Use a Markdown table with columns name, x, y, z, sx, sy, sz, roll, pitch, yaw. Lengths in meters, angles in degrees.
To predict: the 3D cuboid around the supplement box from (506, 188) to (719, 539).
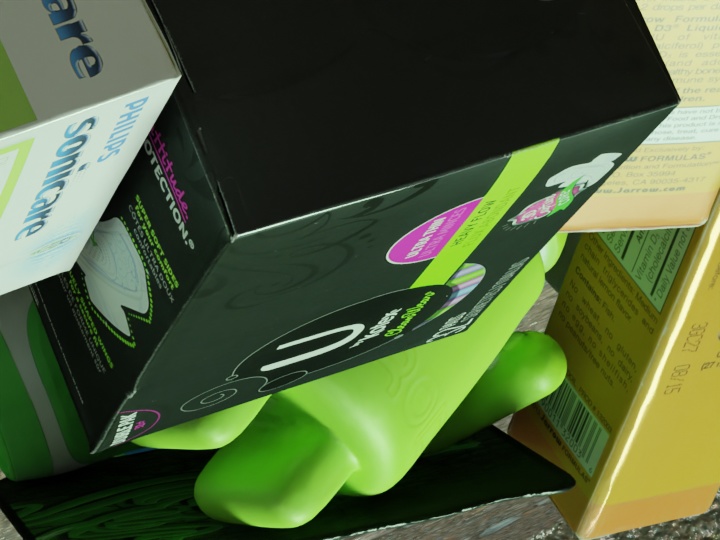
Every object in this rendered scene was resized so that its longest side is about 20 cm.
| name | x | y | z | sx | sy | sz | roll | pitch | yaw |
| --- | --- | --- | --- | --- | --- | --- | --- | --- | --- |
| supplement box | 0.121 | 0.008 | 1.080 | 0.066 | 0.069 | 0.201 | -8 | 137 | -30 |

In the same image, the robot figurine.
| name | x | y | z | sx | sy | sz | roll | pitch | yaw |
| --- | --- | --- | --- | --- | --- | --- | --- | --- | --- |
| robot figurine | 0.000 | 0.000 | 1.047 | 0.200 | 0.175 | 0.116 | -53 | -159 | -22 |

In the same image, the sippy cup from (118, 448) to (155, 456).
| name | x | y | z | sx | sy | sz | roll | pitch | yaw |
| --- | --- | --- | --- | --- | --- | --- | --- | --- | --- |
| sippy cup | -0.034 | 0.043 | 1.261 | 0.139 | 0.178 | 0.130 | 14 | 136 | -28 |

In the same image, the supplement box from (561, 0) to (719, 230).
| name | x | y | z | sx | sy | sz | roll | pitch | yaw |
| --- | --- | --- | --- | --- | --- | --- | --- | --- | --- |
| supplement box | 0.097 | -0.096 | 0.889 | 0.068 | 0.067 | 0.200 | -2 | 145 | -11 |

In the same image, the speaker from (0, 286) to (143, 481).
| name | x | y | z | sx | sy | sz | roll | pitch | yaw |
| --- | --- | --- | --- | --- | --- | --- | --- | --- | --- |
| speaker | -0.062 | 0.011 | 1.143 | 0.199 | 0.089 | 0.088 | -24 | 168 | -13 |

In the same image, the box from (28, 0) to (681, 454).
| name | x | y | z | sx | sy | sz | roll | pitch | yaw |
| --- | --- | --- | --- | --- | --- | --- | --- | --- | --- |
| box | -0.020 | -0.047 | 0.877 | 0.148 | 0.125 | 0.200 | -17 | 166 | -22 |

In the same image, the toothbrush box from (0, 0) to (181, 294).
| name | x | y | z | sx | sy | sz | roll | pitch | yaw |
| --- | --- | --- | --- | --- | --- | --- | --- | --- | --- |
| toothbrush box | -0.166 | -0.027 | 0.761 | 0.199 | 0.086 | 0.146 | -23 | 168 | -25 |

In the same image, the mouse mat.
| name | x | y | z | sx | sy | sz | roll | pitch | yaw |
| --- | --- | --- | --- | --- | --- | --- | --- | --- | --- |
| mouse mat | -0.033 | 0.082 | 1.097 | 0.199 | 0.008 | 0.161 | -11 | -168 | -16 |

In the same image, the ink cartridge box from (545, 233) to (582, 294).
| name | x | y | z | sx | sy | sz | roll | pitch | yaw |
| --- | --- | --- | --- | --- | --- | --- | --- | --- | --- |
| ink cartridge box | 0.138 | -0.024 | 1.248 | 0.067 | 0.116 | 0.200 | -45 | 173 | 21 |
